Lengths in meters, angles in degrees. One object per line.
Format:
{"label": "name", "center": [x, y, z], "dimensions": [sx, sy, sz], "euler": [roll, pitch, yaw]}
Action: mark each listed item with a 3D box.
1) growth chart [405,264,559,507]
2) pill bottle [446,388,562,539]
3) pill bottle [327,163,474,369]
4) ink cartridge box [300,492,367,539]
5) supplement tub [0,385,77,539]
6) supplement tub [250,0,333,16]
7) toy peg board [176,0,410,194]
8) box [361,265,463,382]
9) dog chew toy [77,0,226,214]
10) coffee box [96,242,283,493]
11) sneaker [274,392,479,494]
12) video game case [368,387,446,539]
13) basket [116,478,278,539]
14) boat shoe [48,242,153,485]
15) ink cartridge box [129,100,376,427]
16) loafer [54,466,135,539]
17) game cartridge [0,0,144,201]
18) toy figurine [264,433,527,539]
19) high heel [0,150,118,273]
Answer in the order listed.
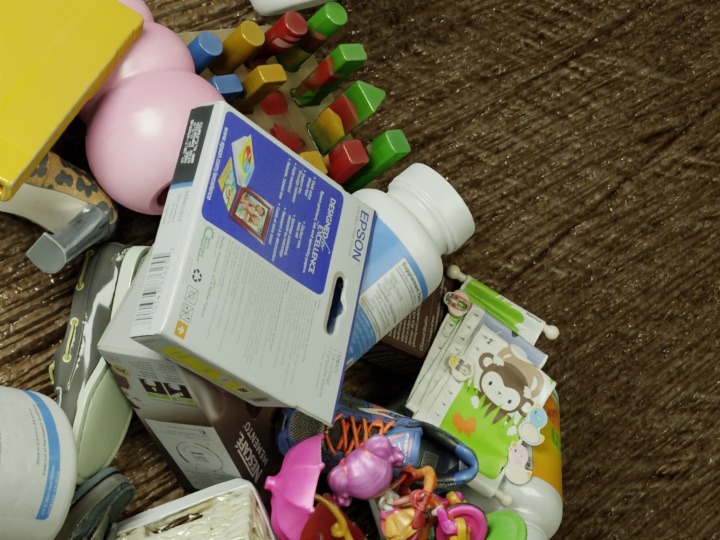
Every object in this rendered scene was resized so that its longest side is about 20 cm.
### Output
{"label": "growth chart", "center": [0.115, 0.109, 1.686], "dimensions": [0.144, 0.018, 0.201], "euler": [26, 62, -10]}
{"label": "pill bottle", "center": [0.138, 0.200, 1.739], "dimensions": [0.111, 0.111, 0.201], "euler": [41, 36, -34]}
{"label": "pill bottle", "center": [0.000, 0.000, 1.568], "dimensions": [0.200, 0.112, 0.112], "euler": [-42, 115, -16]}
{"label": "ink cartridge box", "center": [-0.025, 0.308, 1.629], "dimensions": [0.200, 0.067, 0.116], "euler": [56, 49, -24]}
{"label": "supplement tub", "center": [-0.318, 0.139, 1.310], "dimensions": [0.200, 0.132, 0.133], "euler": [17, 72, -44]}
{"label": "supplement tub", "center": [-0.053, -0.344, 1.646], "dimensions": [0.145, 0.145, 0.201], "euler": [-21, 99, -45]}
{"label": "toy peg board", "center": [-0.067, -0.142, 1.588], "dimensions": [0.199, 0.098, 0.201], "euler": [-12, 72, -45]}
{"label": "box", "center": [0.024, 0.033, 1.709], "dimensions": [0.200, 0.075, 0.101], "euler": [27, 64, -37]}
{"label": "dog chew toy", "center": [-0.183, -0.147, 1.491], "dimensions": [0.124, 0.125, 0.201], "euler": [-5, 60, -46]}
{"label": "coffee box", "center": [-0.128, 0.086, 1.500], "dimensions": [0.113, 0.080, 0.200], "euler": [-64, 149, -33]}
{"label": "sneaker", "center": [0.018, 0.146, 1.566], "dimensions": [0.199, 0.078, 0.076], "euler": [13, 80, -27]}
{"label": "video game case", "center": [0.055, 0.224, 1.699], "dimensions": [0.182, 0.023, 0.201], "euler": [-29, 102, -69]}
{"label": "basket", "center": [-0.116, 0.291, 1.461], "dimensions": [0.123, 0.135, 0.201], "euler": [-104, 174, -79]}
{"label": "boat shoe", "center": [-0.217, 0.074, 1.476], "dimensions": [0.072, 0.060, 0.202], "euler": [46, 55, -61]}
{"label": "ink cartridge box", "center": [-0.079, -0.001, 1.434], "dimensions": [0.200, 0.047, 0.198], "euler": [36, 58, -44]}
{"label": "loafer", "center": [-0.235, 0.241, 1.413], "dimensions": [0.200, 0.063, 0.072], "euler": [-47, 161, -32]}
{"label": "game cartridge", "center": [-0.290, -0.168, 1.393], "dimensions": [0.176, 0.032, 0.200], "euler": [30, 55, 3]}
{"label": "toy figurine", "center": [0.012, 0.206, 1.502], "dimensions": [0.200, 0.150, 0.184], "euler": [-35, 115, 3]}
{"label": "high heel", "center": [-0.278, -0.095, 1.459], "dimensions": [0.200, 0.071, 0.143], "euler": [53, 21, -6]}
